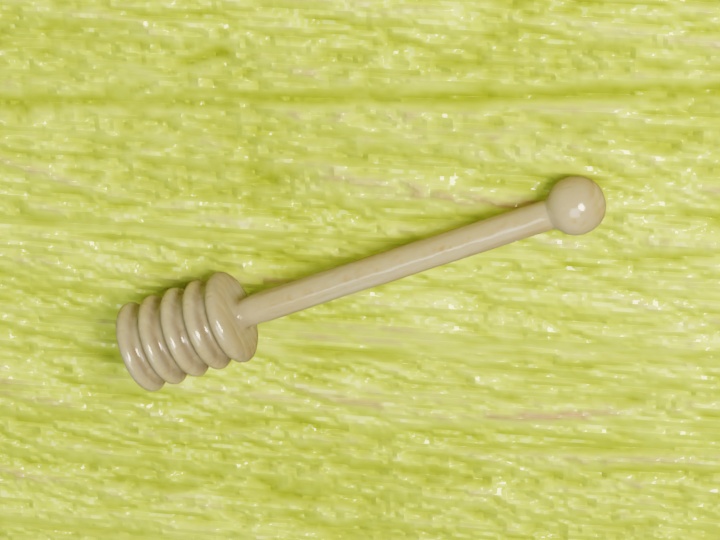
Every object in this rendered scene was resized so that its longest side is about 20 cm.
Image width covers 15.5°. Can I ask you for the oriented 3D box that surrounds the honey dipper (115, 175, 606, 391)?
[{"bbox_3d":[0.000,0.000,1.015,0.200,0.038,0.038,-20,116,19],"label":"honey dipper"}]
